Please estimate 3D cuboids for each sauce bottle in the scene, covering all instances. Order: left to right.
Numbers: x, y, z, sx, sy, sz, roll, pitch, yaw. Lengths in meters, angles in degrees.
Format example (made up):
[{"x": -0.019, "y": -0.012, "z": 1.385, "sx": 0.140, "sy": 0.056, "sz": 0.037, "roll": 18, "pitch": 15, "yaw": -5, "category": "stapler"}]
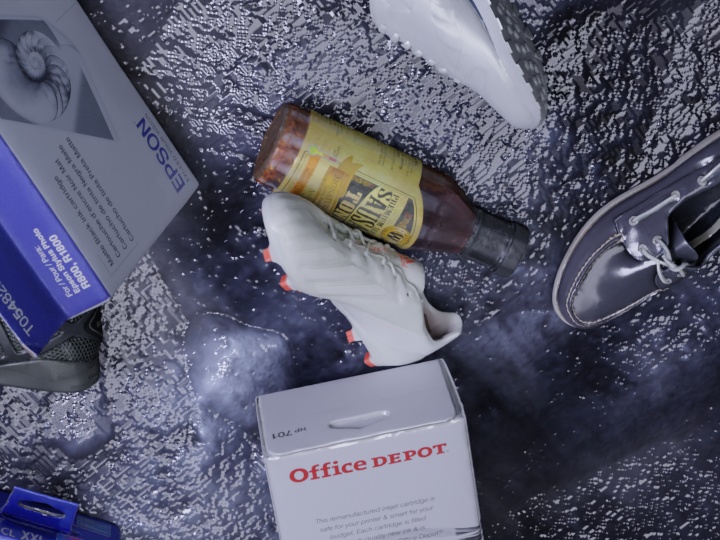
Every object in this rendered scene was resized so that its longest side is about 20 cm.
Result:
[{"x": 0.025, "y": -0.052, "z": 1.354, "sx": 0.200, "sy": 0.066, "sz": 0.066, "roll": 23, "pitch": 106, "yaw": -12, "category": "sauce bottle"}]

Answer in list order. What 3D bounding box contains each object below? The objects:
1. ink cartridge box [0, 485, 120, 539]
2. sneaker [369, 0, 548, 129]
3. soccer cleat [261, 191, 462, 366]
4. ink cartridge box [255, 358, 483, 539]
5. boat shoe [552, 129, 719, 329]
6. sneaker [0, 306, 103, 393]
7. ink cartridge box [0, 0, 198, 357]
[{"x": -0.263, "y": 0.244, "z": 1.427, "sx": 0.136, "sy": 0.076, "sz": 0.200, "roll": 18, "pitch": 105, "yaw": -12, "category": "ink cartridge box"}, {"x": 0.057, "y": -0.174, "z": 1.318, "sx": 0.080, "sy": 0.076, "sz": 0.200, "roll": -31, "pitch": 106, "yaw": 18, "category": "sneaker"}, {"x": 0.000, "y": 0.000, "z": 1.342, "sx": 0.077, "sy": 0.069, "sz": 0.200, "roll": -20, "pitch": 140, "yaw": 21, "category": "soccer cleat"}, {"x": 0.012, "y": 0.179, "z": 1.409, "sx": 0.146, "sy": 0.086, "sz": 0.200, "roll": -11, "pitch": 120, "yaw": -2, "category": "ink cartridge box"}, {"x": 0.220, "y": -0.026, "z": 1.385, "sx": 0.200, "sy": 0.063, "sz": 0.073, "roll": -42, "pitch": 109, "yaw": 9, "category": "boat shoe"}, {"x": -0.278, "y": 0.021, "z": 1.345, "sx": 0.199, "sy": 0.076, "sz": 0.115, "roll": 4, "pitch": 108, "yaw": -11, "category": "sneaker"}, {"x": -0.208, "y": -0.078, "z": 1.255, "sx": 0.041, "sy": 0.200, "sz": 0.200, "roll": -18, "pitch": 115, "yaw": 34, "category": "ink cartridge box"}]
